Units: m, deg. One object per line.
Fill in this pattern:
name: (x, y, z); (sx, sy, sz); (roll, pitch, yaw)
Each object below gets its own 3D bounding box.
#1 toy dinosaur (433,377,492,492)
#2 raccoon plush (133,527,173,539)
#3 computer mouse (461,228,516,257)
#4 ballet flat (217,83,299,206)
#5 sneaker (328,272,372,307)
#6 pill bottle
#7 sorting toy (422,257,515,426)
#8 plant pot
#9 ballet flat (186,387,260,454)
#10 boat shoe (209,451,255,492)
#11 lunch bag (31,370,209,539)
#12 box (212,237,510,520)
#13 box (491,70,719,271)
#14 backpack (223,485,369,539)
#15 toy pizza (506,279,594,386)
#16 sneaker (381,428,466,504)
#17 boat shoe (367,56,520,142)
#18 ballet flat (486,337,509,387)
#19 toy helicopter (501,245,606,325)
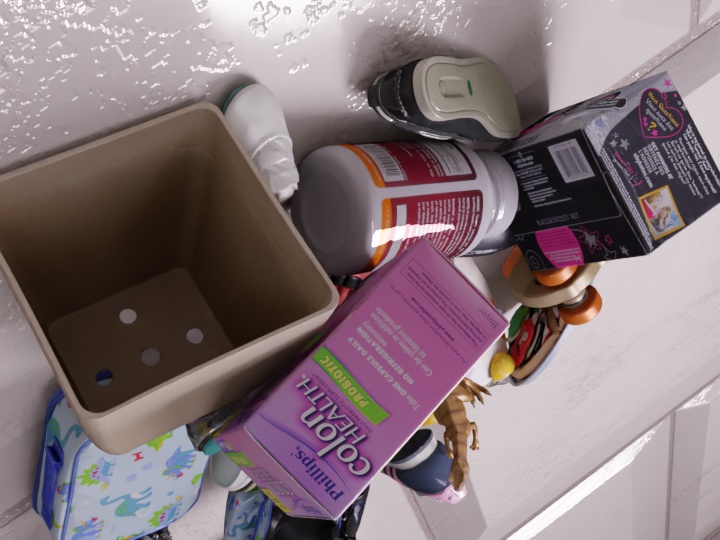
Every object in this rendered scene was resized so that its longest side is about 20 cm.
toy dinosaur: (0.088, 0.126, 1.209); (0.060, 0.201, 0.106); (-30, 157, 18)
raccoon plush: (-0.211, 0.315, 1.232); (0.097, 0.134, 0.200); (-37, 148, -5)
computer mouse: (0.124, -0.022, 1.204); (0.199, 0.046, 0.141); (-12, 116, -38)
ballet flat: (-0.080, -0.062, 0.964); (0.069, 0.070, 0.201); (-21, 143, -28)
sneaker: (0.000, 0.000, 1.102); (0.199, 0.087, 0.074); (4, 124, -39)
pill bottle: (0.045, -0.061, 1.053); (0.199, 0.113, 0.113); (-8, 137, -40)
sorting toy: (0.074, 0.055, 1.271); (0.199, 0.107, 0.181); (-31, 128, -14)
plant pot: (-0.160, 0.027, 0.892); (0.199, 0.200, 0.177); (-24, 158, -23)
ballet flat: (-0.070, 0.092, 1.043); (0.200, 0.072, 0.072); (-23, 145, -24)
boat shoe: (-0.113, 0.120, 1.121); (0.068, 0.074, 0.201); (1, 107, -56)
lunch bag: (-0.224, 0.173, 1.094); (0.160, 0.083, 0.201); (-17, 142, -34)
box: (-0.006, 0.090, 0.922); (0.200, 0.097, 0.176); (-47, -177, -17)
box: (0.220, -0.089, 1.091); (0.114, 0.133, 0.200); (-33, -172, -22)
backpack: (-0.062, 0.224, 1.245); (0.183, 0.146, 0.201); (105, 5, -51)
toy pizza: (0.213, 0.040, 1.343); (0.201, 0.032, 0.200); (-63, -175, 9)
sneaker: (0.065, 0.222, 1.299); (0.070, 0.082, 0.200); (-40, -178, -7)
boat shoe: (0.082, -0.151, 1.045); (0.067, 0.072, 0.200); (-13, 173, 34)
ballet flat: (0.129, 0.114, 1.400); (0.200, 0.072, 0.072); (-12, 139, -47)
toy helicopter: (0.230, -0.040, 1.263); (0.200, 0.132, 0.079); (-50, 122, -18)
